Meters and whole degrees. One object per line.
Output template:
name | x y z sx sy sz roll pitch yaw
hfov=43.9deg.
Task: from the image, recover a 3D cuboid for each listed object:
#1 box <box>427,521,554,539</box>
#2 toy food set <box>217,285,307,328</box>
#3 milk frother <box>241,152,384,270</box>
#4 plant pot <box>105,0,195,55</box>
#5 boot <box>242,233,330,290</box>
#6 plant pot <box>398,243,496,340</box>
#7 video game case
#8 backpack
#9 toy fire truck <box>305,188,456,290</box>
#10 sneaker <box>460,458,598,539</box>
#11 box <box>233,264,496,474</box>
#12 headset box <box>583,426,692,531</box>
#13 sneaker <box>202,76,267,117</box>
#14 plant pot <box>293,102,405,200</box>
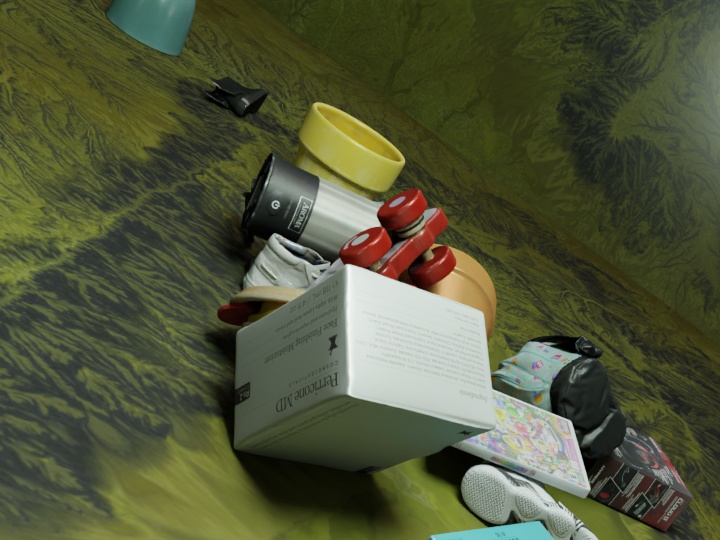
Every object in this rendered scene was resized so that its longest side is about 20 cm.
box | 0.120 0.301 0.882 0.198 0.083 0.049 12 28 -48
toy food set | -0.069 0.067 1.068 0.195 0.050 0.199 20 -16 -26
milk frother | -0.084 -0.076 1.344 0.185 0.183 0.201 23 26 -16
plant pot | -0.484 -0.638 2.137 0.198 0.163 0.201 29 18 -11
boot | -0.062 0.034 1.232 0.198 0.097 0.074 33 18 -1
plant pot | 0.091 0.087 1.240 0.197 0.201 0.141 28 36 -12
video game case | 0.187 0.201 1.125 0.196 0.018 0.144 22 25 -7
backpack | 0.276 0.177 1.298 0.199 0.125 0.170 21 -46 64
toy fire truck | 0.019 -0.013 1.161 0.200 0.166 0.113 -46 114 -34
sneaker | 0.220 0.289 1.090 0.198 0.076 0.115 33 21 11
box | 0.001 0.112 0.921 0.197 0.198 0.134 19 56 -36
headset box | 0.403 0.299 1.372 0.197 0.076 0.149 27 19 -18
sneaker | -0.284 -0.407 2.045 0.103 0.060 0.200 37 21 -2
plant pot | -0.046 -0.172 1.637 0.198 0.191 0.201 28 19 -10
